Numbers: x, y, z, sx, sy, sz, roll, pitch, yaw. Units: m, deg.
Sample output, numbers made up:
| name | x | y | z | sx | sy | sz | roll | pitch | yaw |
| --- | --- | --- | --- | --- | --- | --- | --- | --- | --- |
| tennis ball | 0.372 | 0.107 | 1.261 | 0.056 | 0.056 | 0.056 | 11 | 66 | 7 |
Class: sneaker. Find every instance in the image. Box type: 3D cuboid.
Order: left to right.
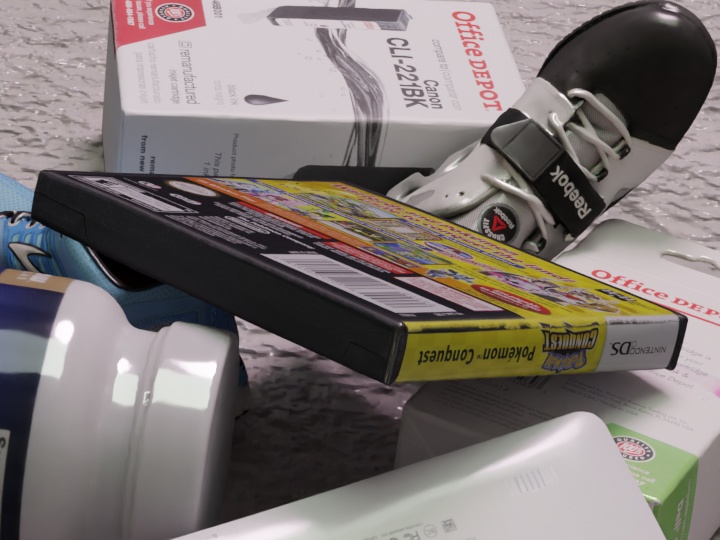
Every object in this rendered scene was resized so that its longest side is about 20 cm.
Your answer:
| name | x | y | z | sx | sy | sz | roll | pitch | yaw |
| --- | --- | --- | --- | --- | --- | --- | --- | --- | --- |
| sneaker | -0.115 | -0.008 | 1.168 | 0.078 | 0.091 | 0.199 | -21 | 37 | -40 |
| sneaker | 0.078 | -0.035 | 1.180 | 0.074 | 0.200 | 0.089 | 43 | 24 | -12 |

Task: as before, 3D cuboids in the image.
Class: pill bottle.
| name | x | y | z | sx | sy | sz | roll | pitch | yaw |
| --- | --- | --- | --- | --- | --- | --- | --- | --- | --- |
| pill bottle | -0.151 | 0.056 | 1.010 | 0.198 | 0.116 | 0.116 | 8 | 30 | 2 |

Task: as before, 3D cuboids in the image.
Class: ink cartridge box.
| name | x | y | z | sx | sy | sz | roll | pitch | yaw |
| --- | --- | --- | --- | --- | --- | --- | --- | --- | --- |
| ink cartridge box | -0.022 | -0.069 | 1.300 | 0.198 | 0.084 | 0.145 | 2 | 29 | -9 |
| ink cartridge box | 0.108 | 0.058 | 1.124 | 0.116 | 0.068 | 0.200 | 19 | 33 | 23 |

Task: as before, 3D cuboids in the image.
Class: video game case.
| name | x | y | z | sx | sy | sz | roll | pitch | yaw |
| --- | --- | --- | --- | --- | --- | --- | --- | --- | --- |
| video game case | 0.000 | 0.000 | 1.063 | 0.199 | 0.026 | 0.180 | 23 | 15 | 39 |

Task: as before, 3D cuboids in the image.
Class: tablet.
| name | x | y | z | sx | sy | sz | roll | pitch | yaw |
| --- | --- | --- | --- | --- | --- | --- | --- | --- | --- |
| tablet | 0.028 | 0.131 | 0.959 | 0.199 | 0.014 | 0.131 | -16 | 66 | -23 |
